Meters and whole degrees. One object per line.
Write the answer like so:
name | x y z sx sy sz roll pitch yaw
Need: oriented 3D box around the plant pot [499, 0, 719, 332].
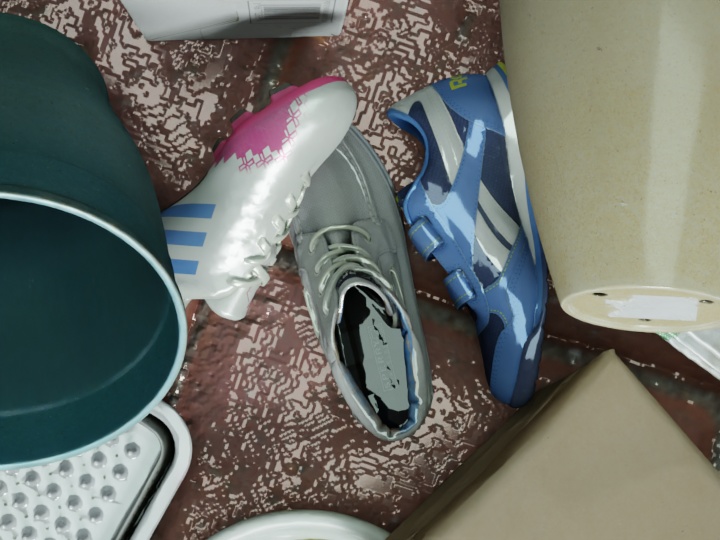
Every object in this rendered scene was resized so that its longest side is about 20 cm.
plant pot | 0.159 -0.075 0.802 0.186 0.187 0.201 5 75 -1

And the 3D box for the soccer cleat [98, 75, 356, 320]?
soccer cleat | -0.064 -0.026 0.852 0.200 0.070 0.087 -38 74 29

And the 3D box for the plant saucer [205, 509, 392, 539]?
plant saucer | -0.034 0.238 0.887 0.199 0.050 0.201 0 89 -1

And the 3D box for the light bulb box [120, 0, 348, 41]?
light bulb box | -0.071 -0.238 0.815 0.124 0.198 0.201 -2 91 -3

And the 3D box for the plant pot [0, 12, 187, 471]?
plant pot | -0.199 -0.029 0.801 0.199 0.201 0.189 -11 46 -1

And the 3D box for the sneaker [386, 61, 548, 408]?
sneaker | 0.064 -0.018 0.882 0.082 0.074 0.201 -7 81 -2

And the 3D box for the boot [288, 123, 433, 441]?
boot | 0.000 0.000 0.866 0.073 0.096 0.201 -19 90 -1

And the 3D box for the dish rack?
dish rack | -0.208 0.137 0.887 0.171 0.044 0.201 30 89 0

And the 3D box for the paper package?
paper package | 0.126 0.181 0.838 0.190 0.103 0.200 -41 89 -24

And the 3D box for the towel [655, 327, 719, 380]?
towel | 0.282 0.029 0.850 0.200 0.031 0.149 37 93 2
